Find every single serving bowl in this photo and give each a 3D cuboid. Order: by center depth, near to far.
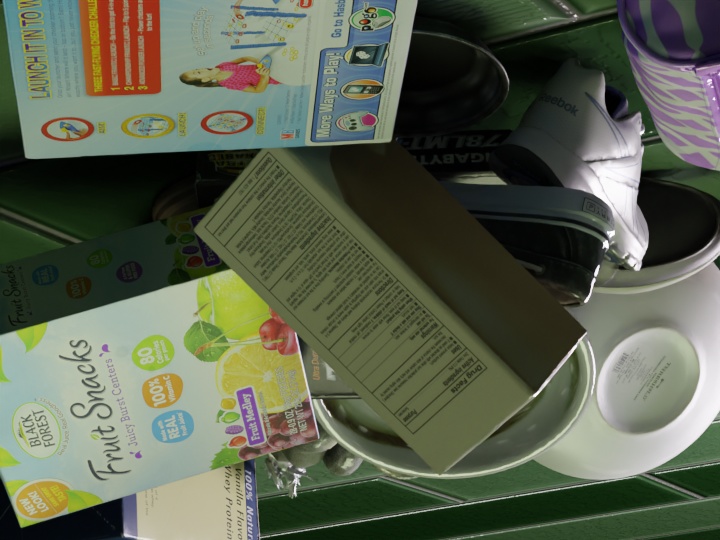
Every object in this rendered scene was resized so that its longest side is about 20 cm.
[{"bbox_3d":[0.193,0.067,1.674,0.200,0.200,0.066,2,-160,-22],"label":"serving bowl"}]

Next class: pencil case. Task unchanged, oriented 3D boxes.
[{"bbox_3d":[0.186,-0.113,1.248,0.084,0.086,0.200,-10,162,13],"label":"pencil case"}]

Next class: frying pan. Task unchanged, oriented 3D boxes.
[{"bbox_3d":[0.032,-0.092,1.322,0.115,0.031,0.190,-4,154,11],"label":"frying pan"}]

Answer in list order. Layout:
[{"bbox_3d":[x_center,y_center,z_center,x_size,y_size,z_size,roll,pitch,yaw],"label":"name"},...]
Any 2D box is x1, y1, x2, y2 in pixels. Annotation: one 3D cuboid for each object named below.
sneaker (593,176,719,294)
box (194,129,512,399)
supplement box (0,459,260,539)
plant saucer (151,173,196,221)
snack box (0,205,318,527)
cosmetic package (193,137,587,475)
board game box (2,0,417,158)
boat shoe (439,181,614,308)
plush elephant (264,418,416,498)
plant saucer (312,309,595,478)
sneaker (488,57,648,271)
[{"bbox_3d":[0.151,-0.032,1.535,0.200,0.075,0.106,-3,164,0],"label":"sneaker"},{"bbox_3d":[0.000,0.000,1.479,0.198,0.050,0.200,-2,133,0],"label":"box"},{"bbox_3d":[-0.186,0.125,1.760,0.134,0.200,0.200,-11,164,25],"label":"supplement box"},{"bbox_3d":[-0.040,-0.035,1.562,0.200,0.030,0.200,-5,164,-1],"label":"plant saucer"},{"bbox_3d":[-0.138,0.057,1.425,0.200,0.068,0.169,-16,134,-4],"label":"snack box"},{"bbox_3d":[0.016,0.005,1.286,0.105,0.200,0.071,-44,-179,45],"label":"cosmetic package"},{"bbox_3d":[-0.075,-0.126,1.142,0.195,0.056,0.200,-2,157,-6],"label":"board game box"},{"bbox_3d":[0.052,-0.008,1.346,0.200,0.071,0.072,-4,150,42],"label":"boat shoe"},{"bbox_3d":[-0.008,0.079,1.748,0.155,0.165,0.200,-29,147,-14],"label":"plush elephant"},{"bbox_3d":[0.061,0.060,1.599,0.200,0.050,0.200,0,133,0],"label":"plant saucer"},{"bbox_3d":[0.146,-0.060,1.404,0.074,0.087,0.200,27,173,23],"label":"sneaker"}]
